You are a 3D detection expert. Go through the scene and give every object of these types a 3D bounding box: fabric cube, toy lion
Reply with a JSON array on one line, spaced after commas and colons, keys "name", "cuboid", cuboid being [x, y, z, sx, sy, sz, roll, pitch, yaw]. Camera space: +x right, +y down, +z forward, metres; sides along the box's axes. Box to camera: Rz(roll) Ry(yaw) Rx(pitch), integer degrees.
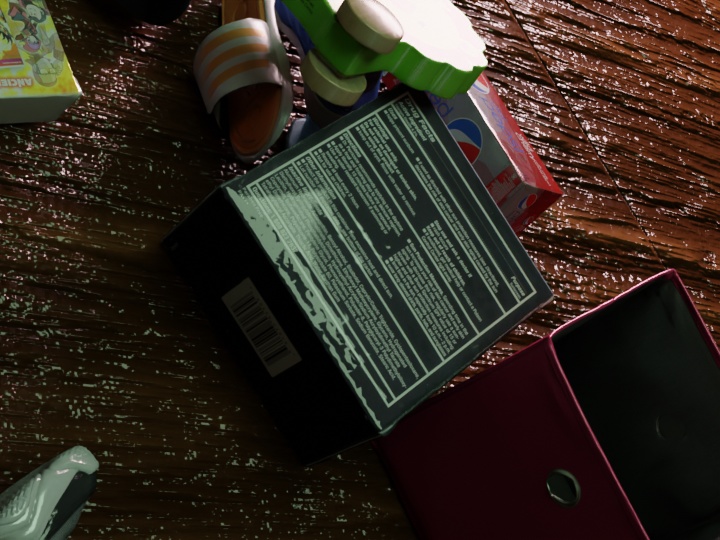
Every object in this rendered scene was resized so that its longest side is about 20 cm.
[{"name": "fabric cube", "cuboid": [0.164, 0.145, 1.041, 0.199, 0.199, 0.198, -20, 81, -48]}, {"name": "toy lion", "cuboid": [-0.003, -0.200, 0.997, 0.200, 0.069, 0.191, 46, 31, 12]}]

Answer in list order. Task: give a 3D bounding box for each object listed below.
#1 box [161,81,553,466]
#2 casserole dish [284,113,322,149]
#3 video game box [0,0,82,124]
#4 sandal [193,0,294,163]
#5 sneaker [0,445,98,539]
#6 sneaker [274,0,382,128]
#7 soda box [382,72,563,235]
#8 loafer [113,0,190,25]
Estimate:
[{"name": "box", "cuboid": [0.000, 0.000, 1.005, 0.198, 0.123, 0.201, -33, 91, -34]}, {"name": "casserole dish", "cuboid": [0.025, -0.067, 1.156, 0.199, 0.039, 0.122, 34, 46, -23]}, {"name": "video game box", "cuboid": [-0.303, -0.182, 0.908, 0.199, 0.047, 0.184, -9, 70, -46]}, {"name": "sandal", "cuboid": [-0.103, -0.173, 1.077, 0.059, 0.079, 0.208, 17, 47, -34]}, {"name": "sneaker", "cuboid": [-0.188, 0.199, 0.768, 0.114, 0.075, 0.200, 47, 48, -12]}, {"name": "sneaker", "cuboid": [-0.023, -0.221, 1.124, 0.076, 0.112, 0.201, 2, 51, -25]}, {"name": "soda box", "cuboid": [0.090, -0.126, 1.194, 0.070, 0.063, 0.201, 9, 45, -52]}, {"name": "loafer", "cuboid": [-0.211, -0.267, 1.040, 0.200, 0.073, 0.072, 46, 8, -21]}]
